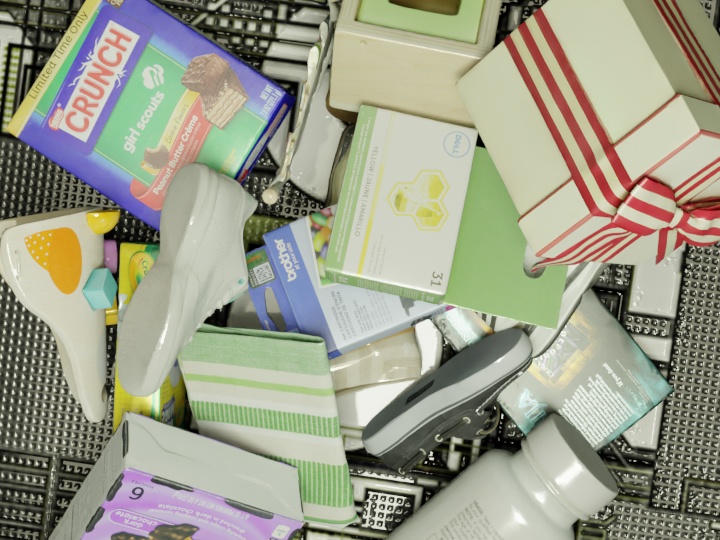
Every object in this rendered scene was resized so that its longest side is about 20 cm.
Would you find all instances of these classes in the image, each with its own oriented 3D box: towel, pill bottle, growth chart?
[{"bbox_3d":[-0.081,0.136,1.271,0.151,0.023,0.202,6,123,25],"label":"towel"},{"bbox_3d":[0.122,0.223,1.270,0.200,0.114,0.114,-42,89,12],"label":"pill bottle"},{"bbox_3d":[-0.046,-0.156,1.270,0.018,0.145,0.202,17,95,-1],"label":"growth chart"}]

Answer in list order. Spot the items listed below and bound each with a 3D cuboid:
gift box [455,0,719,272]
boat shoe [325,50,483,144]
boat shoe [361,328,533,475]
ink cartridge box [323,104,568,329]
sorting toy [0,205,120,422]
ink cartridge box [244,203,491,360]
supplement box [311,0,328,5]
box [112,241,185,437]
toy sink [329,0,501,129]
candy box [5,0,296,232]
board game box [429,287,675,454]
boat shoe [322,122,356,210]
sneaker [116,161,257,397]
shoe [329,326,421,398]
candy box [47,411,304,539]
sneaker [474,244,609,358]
[{"bbox_3d":[0.203,-0.098,1.133,0.200,0.184,0.188,-43,61,36],"label":"gift box"},{"bbox_3d":[0.069,-0.159,1.286,0.198,0.073,0.063,8,68,-12],"label":"boat shoe"},{"bbox_3d":[0.086,0.123,1.280,0.200,0.070,0.066,-38,102,30],"label":"boat shoe"},{"bbox_3d":[0.081,-0.043,1.199,0.198,0.048,0.147,12,78,3],"label":"ink cartridge box"},{"bbox_3d":[-0.256,0.039,1.280,0.106,0.200,0.182,-11,97,-16],"label":"sorting toy"},{"bbox_3d":[0.000,0.000,1.243,0.199,0.042,0.120,-23,80,4],"label":"ink cartridge box"},{"bbox_3d":[-0.063,-0.355,1.234,0.133,0.200,0.202,21,93,2],"label":"supplement box"},{"bbox_3d":[-0.186,0.076,1.295,0.048,0.117,0.202,4,93,4],"label":"box"},{"bbox_3d":[0.056,-0.237,1.230,0.129,0.112,0.201,12,59,3],"label":"toy sink"},{"bbox_3d":[-0.187,-0.143,1.309,0.199,0.077,0.170,33,94,3],"label":"candy box"},{"bbox_3d":[0.170,0.073,1.318,0.135,0.028,0.200,-39,90,4],"label":"board game box"},{"bbox_3d":[-0.006,-0.029,1.304,0.073,0.076,0.202,16,93,0],"label":"boat shoe"},{"bbox_3d":[-0.136,0.017,1.217,0.088,0.075,0.202,25,80,-38],"label":"sneaker"},{"bbox_3d":[-0.039,0.100,1.310,0.198,0.070,0.054,-18,82,1],"label":"shoe"},{"bbox_3d":[-0.168,0.236,1.253,0.167,0.072,0.201,21,121,-23],"label":"candy box"},{"bbox_3d":[0.162,-0.035,1.263,0.115,0.076,0.201,33,95,-1],"label":"sneaker"}]
